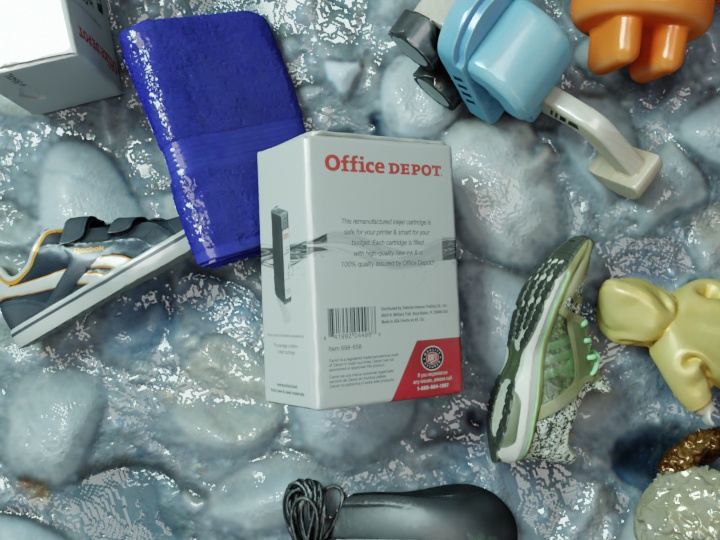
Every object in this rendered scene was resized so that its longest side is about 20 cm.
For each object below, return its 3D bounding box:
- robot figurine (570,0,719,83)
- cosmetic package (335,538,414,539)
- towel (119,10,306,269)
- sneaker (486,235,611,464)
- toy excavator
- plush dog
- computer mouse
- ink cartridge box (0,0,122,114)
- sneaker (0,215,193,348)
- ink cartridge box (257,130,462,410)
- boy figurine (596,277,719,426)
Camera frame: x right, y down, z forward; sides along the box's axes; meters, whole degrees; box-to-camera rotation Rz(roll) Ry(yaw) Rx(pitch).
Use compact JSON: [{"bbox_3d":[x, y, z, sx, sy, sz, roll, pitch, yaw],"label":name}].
[{"bbox_3d":[0.235,-0.260,0.746,0.142,0.116,0.203,7,90,29],"label":"robot figurine"},{"bbox_3d":[0.011,0.324,0.714,0.070,0.105,0.203,1,105,1],"label":"cosmetic package"},{"bbox_3d":[-0.108,-0.110,0.759,0.147,0.049,0.202,-18,88,-41],"label":"towel"},{"bbox_3d":[0.169,0.072,0.768,0.087,0.077,0.203,16,96,-8],"label":"sneaker"},{"bbox_3d":[0.143,-0.147,0.744,0.200,0.194,0.100,39,89,30],"label":"toy excavator"},{"bbox_3d":[0.303,0.223,0.729,0.170,0.160,0.203,13,89,25],"label":"plush dog"},{"bbox_3d":[0.036,0.236,0.768,0.197,0.053,0.141,-8,88,1],"label":"computer mouse"},{"bbox_3d":[-0.264,-0.244,0.741,0.083,0.146,0.203,-12,89,-1],"label":"ink cartridge box"},{"bbox_3d":[-0.217,-0.014,0.768,0.198,0.078,0.080,-28,91,1],"label":"sneaker"},{"bbox_3d":[0.000,0.000,0.729,0.143,0.083,0.203,-1,89,-35],"label":"ink cartridge box"},{"bbox_3d":[0.286,0.065,0.757,0.198,0.065,0.126,20,70,3],"label":"boy figurine"}]
